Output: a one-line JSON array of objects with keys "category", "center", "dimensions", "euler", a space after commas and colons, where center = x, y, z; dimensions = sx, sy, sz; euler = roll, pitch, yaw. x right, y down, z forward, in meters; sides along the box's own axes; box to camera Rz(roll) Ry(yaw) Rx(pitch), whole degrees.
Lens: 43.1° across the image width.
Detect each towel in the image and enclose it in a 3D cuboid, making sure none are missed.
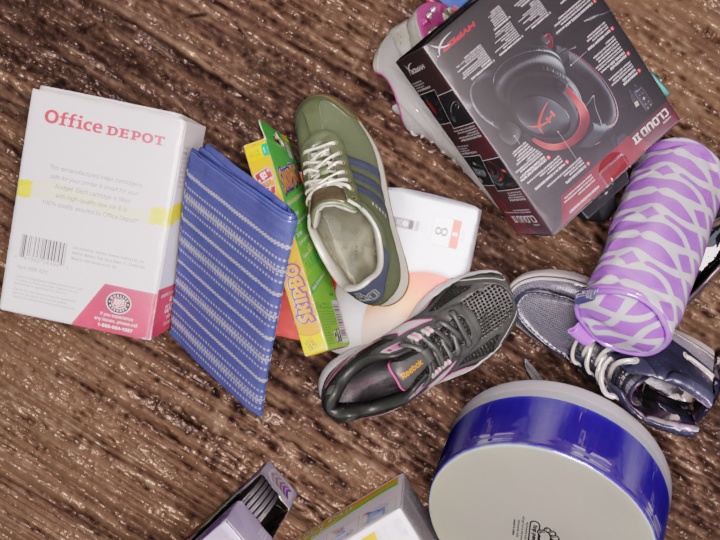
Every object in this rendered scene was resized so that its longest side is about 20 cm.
[{"category": "towel", "center": [-0.114, 0.007, 0.797], "dimensions": [0.144, 0.024, 0.202], "euler": [36, 126, 35]}]

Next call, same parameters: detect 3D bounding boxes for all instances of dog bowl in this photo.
[{"category": "dog bowl", "center": [0.161, 0.197, 0.783], "dimensions": [0.197, 0.079, 0.202], "euler": [14, 128, 18]}]

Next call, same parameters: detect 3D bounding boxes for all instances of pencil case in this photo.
[{"category": "pencil case", "center": [0.238, -0.020, 0.752], "dimensions": [0.084, 0.085, 0.201], "euler": [42, 57, -11]}]

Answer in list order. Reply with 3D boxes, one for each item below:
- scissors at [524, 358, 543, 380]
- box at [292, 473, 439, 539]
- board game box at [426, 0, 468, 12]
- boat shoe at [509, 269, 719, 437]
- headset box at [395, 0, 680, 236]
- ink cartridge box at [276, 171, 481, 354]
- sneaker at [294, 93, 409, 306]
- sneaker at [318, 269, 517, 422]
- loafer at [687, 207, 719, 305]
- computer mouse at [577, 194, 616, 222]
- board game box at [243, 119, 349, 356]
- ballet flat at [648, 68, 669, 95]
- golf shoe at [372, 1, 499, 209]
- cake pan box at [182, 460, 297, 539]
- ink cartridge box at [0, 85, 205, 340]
[{"category": "scissors", "center": [0.215, 0.169, 0.859], "dimensions": [0.072, 0.014, 0.203], "euler": [-18, 92, 8]}, {"category": "box", "center": [-0.017, 0.297, 0.842], "dimensions": [0.199, 0.101, 0.113], "euler": [-33, 92, 6]}, {"category": "board game box", "center": [0.059, -0.306, 0.797], "dimensions": [0.200, 0.019, 0.103], "euler": [45, 123, 6]}, {"category": "boat shoe", "center": [0.209, 0.066, 0.766], "dimensions": [0.198, 0.093, 0.076], "euler": [23, 114, 12]}, {"category": "headset box", "center": [0.148, -0.136, 0.735], "dimensions": [0.148, 0.075, 0.201], "euler": [-41, 102, -9]}, {"category": "ink cartridge box", "center": [0.000, 0.000, 0.843], "dimensions": [0.197, 0.050, 0.165], "euler": [12, 95, 1]}, {"category": "sneaker", "center": [-0.016, -0.065, 0.788], "dimensions": [0.066, 0.090, 0.203], "euler": [-22, 83, 19]}, {"category": "sneaker", "center": [0.051, 0.077, 0.781], "dimensions": [0.199, 0.086, 0.081], "euler": [-36, 93, 7]}, {"category": "loafer", "center": [0.265, 0.010, 0.814], "dimensions": [0.200, 0.063, 0.072], "euler": [-43, 91, 7]}, {"category": "computer mouse", "center": [0.162, -0.116, 0.793], "dimensions": [0.200, 0.034, 0.059], "euler": [41, 63, -21]}, {"category": "board game box", "center": [-0.056, -0.027, 0.799], "dimensions": [0.030, 0.095, 0.203], "euler": [-15, 85, 9]}, {"category": "ballet flat", "center": [0.187, -0.206, 0.809], "dimensions": [0.072, 0.068, 0.201], "euler": [-38, 95, 20]}, {"category": "golf shoe", "center": [0.085, -0.138, 0.823], "dimensions": [0.091, 0.075, 0.202], "euler": [-18, 108, 42]}, {"category": "cake pan box", "center": [-0.147, 0.267, 0.809], "dimensions": [0.200, 0.184, 0.052], "euler": [-42, 90, 8]}, {"category": "ink cartridge box", "center": [-0.234, -0.053, 0.840], "dimensions": [0.143, 0.083, 0.203], "euler": [12, 96, 3]}]
